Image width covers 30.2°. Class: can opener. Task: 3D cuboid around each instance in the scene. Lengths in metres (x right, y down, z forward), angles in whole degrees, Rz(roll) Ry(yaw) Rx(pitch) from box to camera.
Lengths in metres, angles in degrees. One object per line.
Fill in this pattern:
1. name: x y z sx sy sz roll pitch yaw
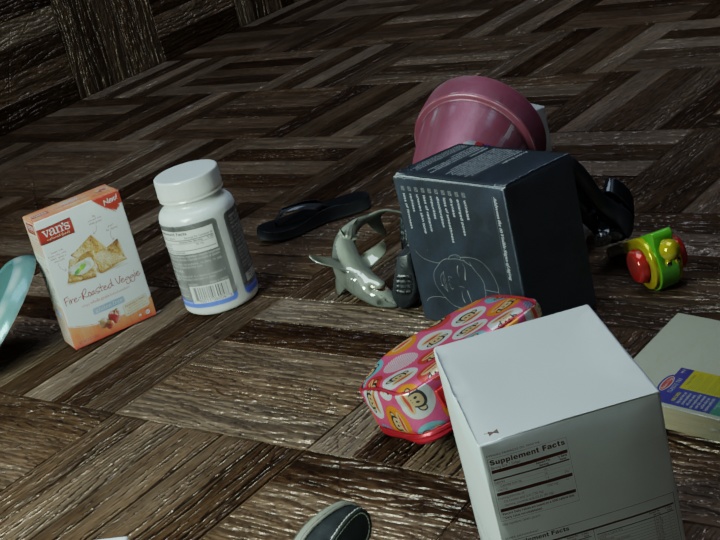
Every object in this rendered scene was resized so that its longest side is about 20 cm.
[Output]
1. can opener: 0.283 -0.089 1.662 0.063 0.199 0.079 -20 58 32

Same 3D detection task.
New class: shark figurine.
1. shark figurine: -0.012 -0.014 1.852 0.127 0.090 0.216 11 37 -5

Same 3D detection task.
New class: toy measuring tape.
1. toy measuring tape: 0.353 -0.009 1.645 0.073 0.074 0.200 -18 -2 -9

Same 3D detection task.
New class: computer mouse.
1. computer mouse: 0.075 -0.041 1.711 0.034 0.202 0.059 20 29 25

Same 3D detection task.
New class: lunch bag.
1. lunch bag: 0.108 0.101 1.409 0.199 0.083 0.176 -33 9 -18

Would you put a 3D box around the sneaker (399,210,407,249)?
1. sneaker: 0.118 -0.043 1.875 0.085 0.079 0.200 -9 25 -21

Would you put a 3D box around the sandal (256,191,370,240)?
1. sandal: -0.081 -0.098 2.169 0.198 0.043 0.076 -21 21 -16

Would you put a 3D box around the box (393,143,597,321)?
1. box: 0.163 -0.037 1.619 0.123 0.202 0.196 -26 23 -31

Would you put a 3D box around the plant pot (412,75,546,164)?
1. plant pot: 0.158 -0.156 1.975 0.198 0.201 0.180 -2 40 31

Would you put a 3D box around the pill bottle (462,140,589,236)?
1. pill bottle: 0.217 -0.098 1.804 0.198 0.114 0.113 17 27 7

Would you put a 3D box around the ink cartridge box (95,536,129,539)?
1. ink cartridge box: -0.330 0.330 1.243 0.197 0.041 0.200 -9 22 16

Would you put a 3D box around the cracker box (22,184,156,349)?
1. cracker box: -0.388 -0.006 1.919 0.133 0.202 0.058 -25 23 -25

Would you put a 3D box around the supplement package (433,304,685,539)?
1. supplement package: 0.164 0.168 1.093 0.145 0.202 0.191 -16 21 -2

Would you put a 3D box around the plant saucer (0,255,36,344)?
1. plant saucer: -0.526 0.062 1.908 0.200 0.027 0.201 -46 26 30

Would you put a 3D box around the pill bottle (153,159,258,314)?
1. pill bottle: -0.225 -0.049 1.917 0.112 0.202 0.114 -13 20 5

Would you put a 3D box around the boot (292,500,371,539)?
1. boot: -0.001 0.279 1.107 0.152 0.074 0.204 2 33 33

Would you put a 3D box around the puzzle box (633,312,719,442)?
1. puzzle box: 0.343 0.104 1.341 0.132 0.026 0.199 12 29 33

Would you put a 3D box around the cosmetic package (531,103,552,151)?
1. cosmetic package: 0.204 -0.208 2.197 0.198 0.086 0.107 -23 22 -22
